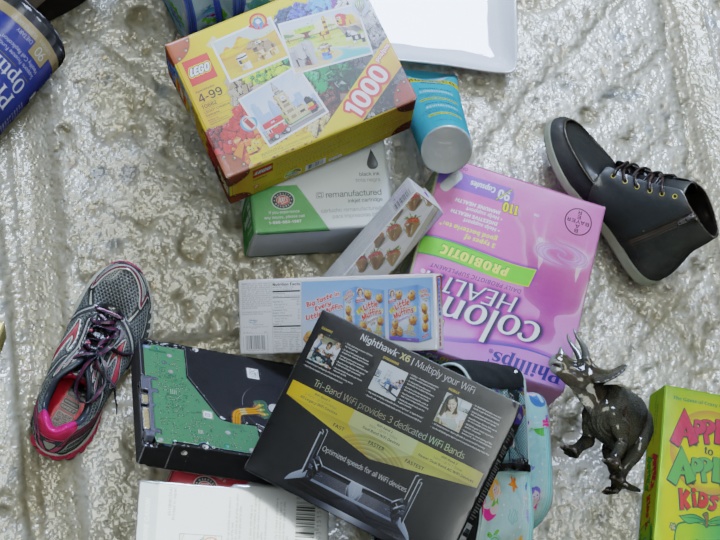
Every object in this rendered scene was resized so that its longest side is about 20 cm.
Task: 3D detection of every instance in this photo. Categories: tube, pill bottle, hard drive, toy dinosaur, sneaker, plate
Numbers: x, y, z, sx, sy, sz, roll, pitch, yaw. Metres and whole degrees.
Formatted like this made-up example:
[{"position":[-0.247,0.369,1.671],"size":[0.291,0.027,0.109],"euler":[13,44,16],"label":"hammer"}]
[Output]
[{"position":[0.074,-0.162,1.647],"size":[0.077,0.051,0.200],"euler":[8,27,-11],"label":"tube"},{"position":[-0.388,-0.173,1.587],"size":[0.112,0.112,0.200],"euler":[35,70,2],"label":"pill bottle"},{"position":[-0.113,0.136,1.524],"size":[0.199,0.038,0.140],"euler":[11,36,-20],"label":"hard drive"},{"position":[0.250,0.153,1.565],"size":[0.200,0.077,0.103],"euler":[45,64,-36],"label":"toy dinosaur"},{"position":[0.279,-0.093,1.670],"size":[0.201,0.106,0.075],"euler":[53,39,2],"label":"sneaker"},{"position":[0.069,-0.306,1.748],"size":[0.198,0.032,0.202],"euler":[4,73,-8],"label":"plate"},{"position":[-0.250,0.083,1.552],"size":[0.080,0.075,0.201],"euler":[20,70,-3],"label":"sneaker"}]

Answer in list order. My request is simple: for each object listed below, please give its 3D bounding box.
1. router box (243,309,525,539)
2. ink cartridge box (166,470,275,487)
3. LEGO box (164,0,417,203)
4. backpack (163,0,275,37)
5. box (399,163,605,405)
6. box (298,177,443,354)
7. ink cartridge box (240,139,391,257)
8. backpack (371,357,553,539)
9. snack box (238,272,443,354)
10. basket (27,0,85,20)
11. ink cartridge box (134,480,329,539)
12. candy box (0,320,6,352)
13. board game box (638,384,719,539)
[{"position":[0.022,0.148,1.425],"size":[0.199,0.052,0.158],"euler":[26,83,15],"label":"router box"},{"position":[-0.139,0.285,1.503],"size":[0.145,0.083,0.201],"euler":[24,70,-3],"label":"ink cartridge box"},{"position":[-0.067,-0.177,1.570],"size":[0.199,0.077,0.150],"euler":[-24,77,-10],"label":"LEGO box"},{"position":[-0.134,-0.318,1.629],"size":[0.146,0.200,0.184],"euler":[-19,78,-15],"label":"backpack"},{"position":[0.130,0.014,1.626],"size":[0.175,0.097,0.201],"euler":[18,72,-4],"label":"box"},{"position":[0.000,0.000,1.584],"size":[0.039,0.041,0.200],"euler":[36,102,-23],"label":"box"},{"position":[-0.051,-0.124,1.644],"size":[0.145,0.083,0.202],"euler":[-4,74,-11],"label":"ink cartridge box"},{"position":[0.088,0.196,1.520],"size":[0.150,0.177,0.202],"euler":[12,69,-38],"label":"backpack"},{"position":[-0.020,0.042,1.549],"size":[0.198,0.024,0.073],"euler":[-2,88,18],"label":"snack box"},{"position":[-0.340,-0.361,1.637],"size":[0.136,0.180,0.201],"euler":[-33,92,-1],"label":"basket"},{"position":[-0.117,0.290,1.439],"size":[0.172,0.044,0.202],"euler":[5,72,-9],"label":"ink cartridge box"},{"position":[-0.418,0.126,1.519],"size":[0.115,0.055,0.201],"euler":[19,72,-4],"label":"candy box"},{"position":[0.334,0.223,1.622],"size":[0.101,0.048,0.202],"euler":[10,72,-6],"label":"board game box"}]
